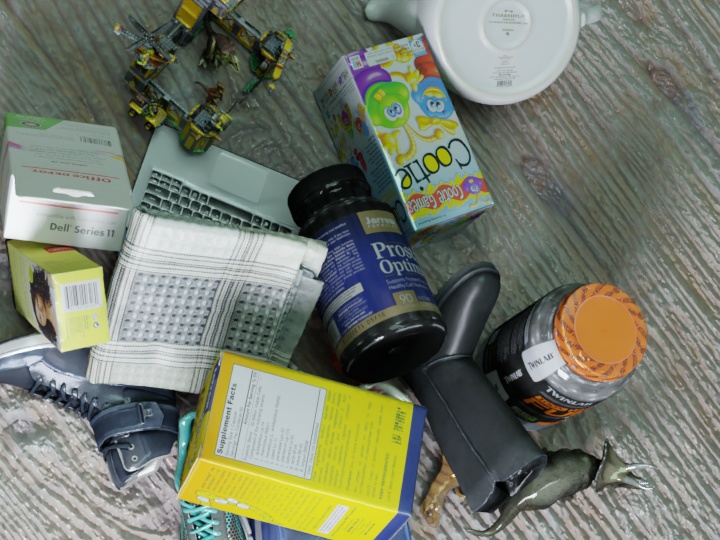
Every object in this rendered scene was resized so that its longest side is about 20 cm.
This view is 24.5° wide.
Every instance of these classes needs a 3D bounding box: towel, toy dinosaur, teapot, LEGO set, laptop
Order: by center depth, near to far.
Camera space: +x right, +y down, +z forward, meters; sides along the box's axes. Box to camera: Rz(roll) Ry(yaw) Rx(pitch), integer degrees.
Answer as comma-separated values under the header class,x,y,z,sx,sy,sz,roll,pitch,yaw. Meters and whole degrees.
class,x,y,z,sx,sy,sz,roll,pitch,yaw
towel,-0.141,0.040,1.542,0.198,0.194,0.035,9,28,-24
laptop,-0.139,-0.048,1.669,0.186,0.116,0.202,22,67,-13
LEGO set,-0.150,-0.232,1.712,0.154,0.116,0.200,47,57,2
toy dinosaur,0.196,0.216,1.713,0.198,0.102,0.078,-11,76,-23
toy dinosaur,0.113,0.169,1.722,0.105,0.060,0.202,18,68,-12
teapot,0.145,-0.284,1.837,0.197,0.146,0.200,-46,110,3

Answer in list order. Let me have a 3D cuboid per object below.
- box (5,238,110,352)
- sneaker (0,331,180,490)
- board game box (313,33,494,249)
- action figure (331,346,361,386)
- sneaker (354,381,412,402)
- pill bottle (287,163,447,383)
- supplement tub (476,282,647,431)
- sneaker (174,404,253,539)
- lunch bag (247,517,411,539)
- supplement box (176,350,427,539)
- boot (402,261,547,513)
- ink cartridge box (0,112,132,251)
class,x,y,z,sx,sy,sz,roll,pitch,yaw
box,-0.284,0.017,1.544,0.050,0.200,0.076,-10,102,-21
sneaker,-0.266,0.135,1.586,0.200,0.077,0.148,0,71,-21
board game box,0.045,-0.132,1.768,0.102,0.105,0.202,-18,80,-24
action figure,0.000,0.036,1.723,0.065,0.052,0.203,-2,83,6
sneaker,-0.034,0.142,1.648,0.198,0.105,0.076,12,58,-17
pill bottle,0.000,0.000,1.634,0.111,0.112,0.201,-12,62,-23
supplement tub,0.207,0.087,1.703,0.121,0.200,0.124,6,71,-17
sneaker,-0.150,0.220,1.579,0.077,0.091,0.203,-7,80,14
lunch bag,-0.030,0.273,1.596,0.134,0.133,0.202,0,64,-17
supplement box,-0.053,0.166,1.503,0.198,0.110,0.110,17,60,-9
boot,0.125,0.117,1.654,0.065,0.165,0.201,6,43,-38
ink cartridge box,-0.284,-0.078,1.587,0.116,0.200,0.068,7,114,-17
